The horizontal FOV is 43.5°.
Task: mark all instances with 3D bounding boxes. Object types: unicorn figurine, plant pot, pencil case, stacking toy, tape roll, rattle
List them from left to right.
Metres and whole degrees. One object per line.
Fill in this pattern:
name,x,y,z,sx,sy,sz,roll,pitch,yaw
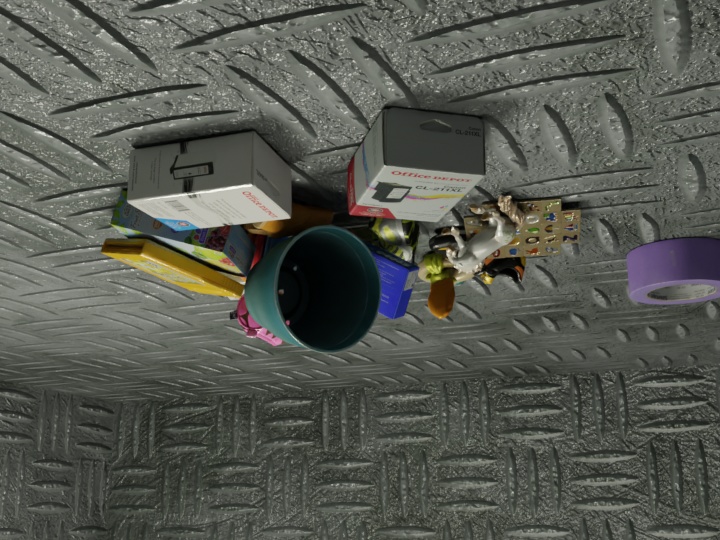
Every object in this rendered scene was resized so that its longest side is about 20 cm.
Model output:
stacking toy,-0.238,-0.034,1.648,0.197,0.111,0.116,10,166,8
pencil case,-0.182,0.097,1.779,0.090,0.095,0.200,-3,168,12
plant pot,-0.098,0.033,1.503,0.198,0.203,0.187,10,172,-32
rattle,0.187,0.046,1.847,0.129,0.144,0.200,-18,159,-3
unicorn figurine,0.197,-0.047,1.537,0.199,0.075,0.137,-24,147,30
tape roll,0.632,0.004,1.791,0.197,0.086,0.200,0,164,0

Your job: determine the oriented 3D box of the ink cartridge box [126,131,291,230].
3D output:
ink cartridge box,-0.214,-0.125,1.309,0.198,0.085,0.146,-6,163,17

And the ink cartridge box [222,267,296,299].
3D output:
ink cartridge box,-0.174,0.002,1.768,0.197,0.087,0.148,-3,165,4

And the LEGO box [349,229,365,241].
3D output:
LEGO box,-0.009,0.026,1.726,0.149,0.077,0.200,-48,156,1

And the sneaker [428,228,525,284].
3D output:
sneaker,0.221,-0.022,1.676,0.198,0.091,0.070,5,164,-21

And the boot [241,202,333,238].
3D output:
boot,-0.110,-0.095,1.472,0.142,0.072,0.201,-1,171,-19

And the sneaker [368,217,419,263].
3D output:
sneaker,0.061,-0.059,1.601,0.075,0.076,0.200,6,156,11

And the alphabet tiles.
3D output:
alphabet tiles,0.282,-0.071,1.571,0.197,0.006,0.167,-3,148,11

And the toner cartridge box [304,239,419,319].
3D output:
toner cartridge box,0.000,0.000,1.574,0.199,0.096,0.043,27,-162,27

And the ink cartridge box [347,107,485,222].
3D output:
ink cartridge box,0.073,-0.141,1.259,0.144,0.084,0.200,4,164,-13

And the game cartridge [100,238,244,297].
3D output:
game cartridge,-0.321,-0.003,1.542,0.199,0.033,0.175,29,165,-35

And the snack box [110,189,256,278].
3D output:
snack box,-0.289,-0.057,1.502,0.198,0.068,0.169,15,167,11
